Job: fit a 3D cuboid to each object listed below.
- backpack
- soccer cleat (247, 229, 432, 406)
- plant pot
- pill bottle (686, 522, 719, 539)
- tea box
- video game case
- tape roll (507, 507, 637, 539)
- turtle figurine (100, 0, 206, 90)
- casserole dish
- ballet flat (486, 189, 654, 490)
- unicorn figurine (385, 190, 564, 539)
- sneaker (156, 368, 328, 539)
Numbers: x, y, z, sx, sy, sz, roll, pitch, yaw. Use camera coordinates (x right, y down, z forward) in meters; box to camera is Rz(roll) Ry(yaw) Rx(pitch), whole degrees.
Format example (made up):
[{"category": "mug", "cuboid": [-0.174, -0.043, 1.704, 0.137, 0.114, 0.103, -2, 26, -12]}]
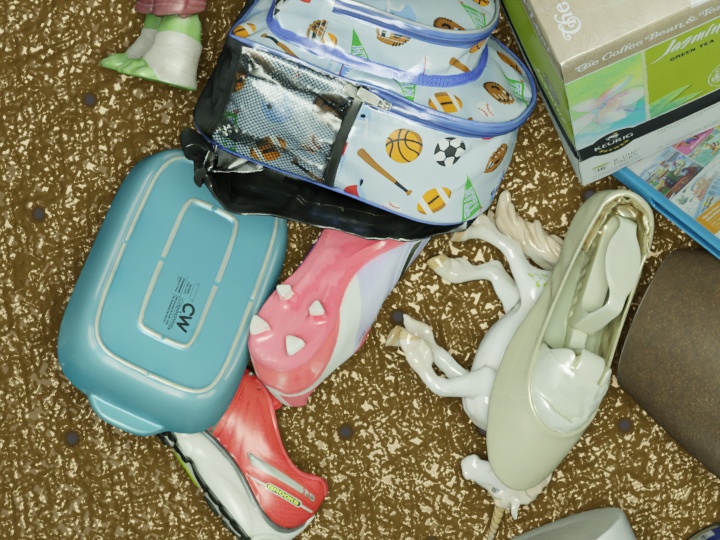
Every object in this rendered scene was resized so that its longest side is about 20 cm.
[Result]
[{"category": "backpack", "cuboid": [0.012, -0.116, 1.130, 0.189, 0.201, 0.155, 27, 124, -5]}, {"category": "soccer cleat", "cuboid": [0.000, 0.000, 1.199, 0.066, 0.077, 0.200, 29, 65, 24]}, {"category": "plant pot", "cuboid": [0.265, 0.068, 1.140, 0.198, 0.187, 0.189, 25, 91, 18]}, {"category": "pill bottle", "cuboid": [0.241, 0.216, 1.117, 0.110, 0.200, 0.113, 0, 90, 3]}, {"category": "tea box", "cuboid": [0.144, -0.192, 1.104, 0.132, 0.197, 0.202, -23, 71, 4]}, {"category": "video game case", "cuboid": [0.260, -0.061, 1.135, 0.143, 0.018, 0.200, -38, 49, -9]}, {"category": "tape roll", "cuboid": [0.085, 0.218, 1.129, 0.201, 0.202, 0.071, -26, 88, 3]}, {"category": "turtle figurine", "cuboid": [-0.137, -0.222, 1.176, 0.143, 0.199, 0.196, 18, 96, 38]}, {"category": "casserole dish", "cuboid": [-0.113, 0.007, 1.178, 0.120, 0.039, 0.202, 25, 64, -10]}, {"category": "ballet flat", "cuboid": [0.133, 0.039, 1.145, 0.069, 0.070, 0.202, 20, 75, 3]}, {"category": "unicorn figurine", "cuboid": [0.086, 0.059, 1.189, 0.137, 0.074, 0.201, 33, 86, -8]}, {"category": "sneaker", "cuboid": [-0.094, 0.085, 1.215, 0.085, 0.077, 0.201, -35, 89, -16]}]
